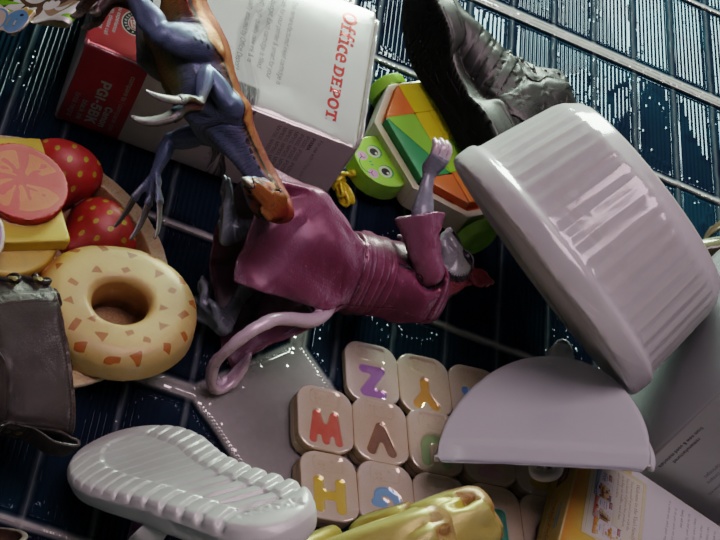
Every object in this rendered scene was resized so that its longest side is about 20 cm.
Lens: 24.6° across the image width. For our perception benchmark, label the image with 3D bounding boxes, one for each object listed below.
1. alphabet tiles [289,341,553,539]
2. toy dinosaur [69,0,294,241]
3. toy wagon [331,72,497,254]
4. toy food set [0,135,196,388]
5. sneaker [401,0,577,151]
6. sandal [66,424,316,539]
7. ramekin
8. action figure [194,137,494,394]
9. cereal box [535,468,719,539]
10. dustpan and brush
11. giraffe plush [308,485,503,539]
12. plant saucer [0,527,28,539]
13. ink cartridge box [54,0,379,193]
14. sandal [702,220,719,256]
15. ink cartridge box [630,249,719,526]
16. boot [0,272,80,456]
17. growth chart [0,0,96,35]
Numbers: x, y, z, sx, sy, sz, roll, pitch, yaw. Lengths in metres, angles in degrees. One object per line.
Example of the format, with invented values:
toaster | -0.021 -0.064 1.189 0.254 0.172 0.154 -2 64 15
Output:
alphabet tiles | 0.048 0.135 1.075 0.199 0.015 0.196 14 49 -21
toy dinosaur | -0.092 -0.115 1.004 0.181 0.105 0.200 37 75 0
toy wagon | 0.063 -0.085 1.244 0.199 0.040 0.156 -11 61 -37
toy food set | -0.208 -0.009 1.016 0.197 0.049 0.201 -3 57 -32
sneaker | 0.111 -0.135 1.247 0.104 0.060 0.201 -9 65 -33
sandal | -0.099 0.132 0.904 0.082 0.202 0.050 -18 108 -32
ramekin | 0.157 -0.023 1.112 0.094 0.202 0.203 -37 74 0
action figure | 0.000 0.000 1.072 0.199 0.134 0.150 9 51 -21
cereal box | 0.203 0.215 1.067 0.200 0.040 0.144 35 39 -7
dustpan and brush | 0.129 0.088 1.107 0.139 0.057 0.200 2 34 11
giraffe plush | -0.002 0.223 0.891 0.200 0.172 0.163 -12 83 -49
plant saucer | -0.257 0.151 0.778 0.199 0.200 0.035 -3 87 -32
ink cartridge box | -0.098 -0.146 1.167 0.199 0.083 0.147 20 47 -14
sandal | 0.304 -0.011 1.312 0.200 0.080 0.057 -13 44 -44
ink cartridge box | 0.304 0.105 1.157 0.199 0.145 0.146 26 45 -11
boot | -0.248 0.016 0.907 0.174 0.069 0.201 -3 67 -41
growth chart | -0.213 -0.208 1.120 0.199 0.018 0.145 -1 49 14
